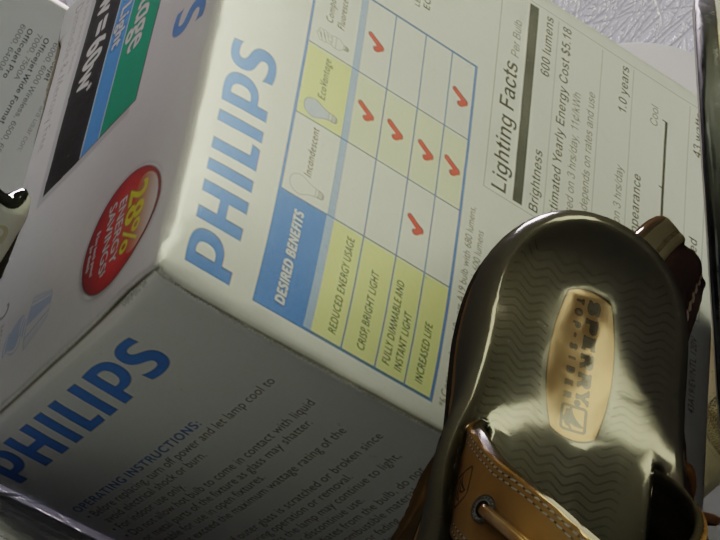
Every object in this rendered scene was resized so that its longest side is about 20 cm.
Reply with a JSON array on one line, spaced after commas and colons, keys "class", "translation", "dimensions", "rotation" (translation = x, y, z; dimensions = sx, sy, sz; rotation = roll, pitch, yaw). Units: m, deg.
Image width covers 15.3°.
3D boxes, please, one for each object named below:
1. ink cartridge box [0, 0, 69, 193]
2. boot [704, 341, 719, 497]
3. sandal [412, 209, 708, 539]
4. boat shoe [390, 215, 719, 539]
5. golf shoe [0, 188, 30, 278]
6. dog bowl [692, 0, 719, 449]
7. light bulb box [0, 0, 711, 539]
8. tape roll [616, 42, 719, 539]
[{"class": "ink cartridge box", "translation": [-0.237, -0.097, 1.166], "dimensions": [0.200, 0.145, 0.147], "rotation": [29, 1, -42]}, {"class": "boot", "translation": [0.074, 0.059, 1.105], "dimensions": [0.200, 0.155, 0.073], "rotation": [42, 7, -32]}, {"class": "sandal", "translation": [0.056, 0.064, 0.631], "dimensions": [0.082, 0.200, 0.055], "rotation": [22, -36, -16]}, {"class": "boat shoe", "translation": [0.055, 0.068, 0.706], "dimensions": [0.072, 0.200, 0.072], "rotation": [38, -44, -5]}, {"class": "golf shoe", "translation": [-0.148, -0.041, 0.805], "dimensions": [0.078, 0.095, 0.200], "rotation": [25, 22, -44]}, {"class": "dog bowl", "translation": [0.135, 0.020, 0.747], "dimensions": [0.074, 0.200, 0.200], "rotation": [-3, -4, 8]}, {"class": "light bulb box", "translation": [0.000, 0.000, 0.851], "dimensions": [0.200, 0.198, 0.125], "rotation": [30, -45, -23]}, {"class": "tape roll", "translation": [0.143, 0.010, 1.243], "dimensions": [0.203, 0.203, 0.139], "rotation": [29, 9, -34]}]
